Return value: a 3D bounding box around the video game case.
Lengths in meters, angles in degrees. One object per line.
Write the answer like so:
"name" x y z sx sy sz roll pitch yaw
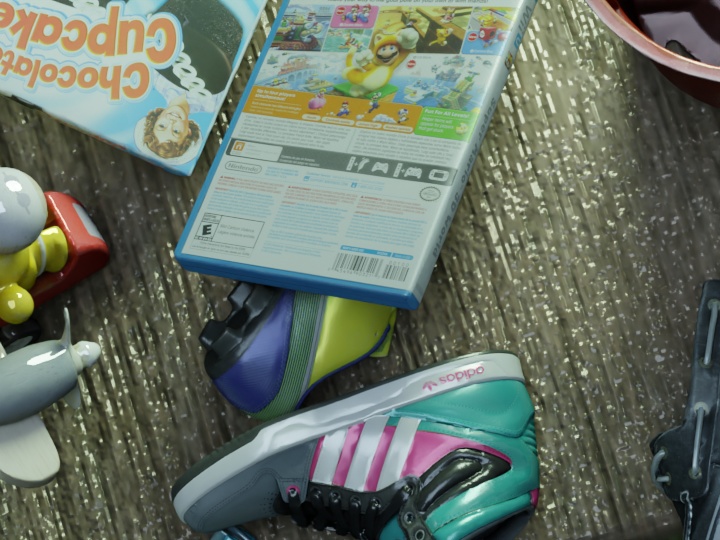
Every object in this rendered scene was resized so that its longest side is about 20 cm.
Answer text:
"video game case" -0.001 -0.079 1.307 0.143 0.018 0.200 9 65 28

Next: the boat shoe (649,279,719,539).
"boat shoe" 0.186 0.100 1.280 0.071 0.072 0.200 10 73 20

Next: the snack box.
"snack box" -0.161 -0.144 1.334 0.200 0.037 0.116 24 87 -15

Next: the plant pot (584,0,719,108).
"plant pot" 0.201 -0.170 1.245 0.200 0.195 0.201 -1 81 9

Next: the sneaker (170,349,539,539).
"sneaker" 0.008 0.131 1.295 0.200 0.084 0.121 -21 69 5

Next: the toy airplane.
"toy airplane" -0.221 -0.005 1.275 0.200 0.199 0.141 33 130 -22

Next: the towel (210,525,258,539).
"towel" -0.074 0.257 1.318 0.147 0.022 0.200 36 89 13

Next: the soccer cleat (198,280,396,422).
"soccer cleat" 0.000 0.000 1.332 0.084 0.065 0.200 43 86 -17
